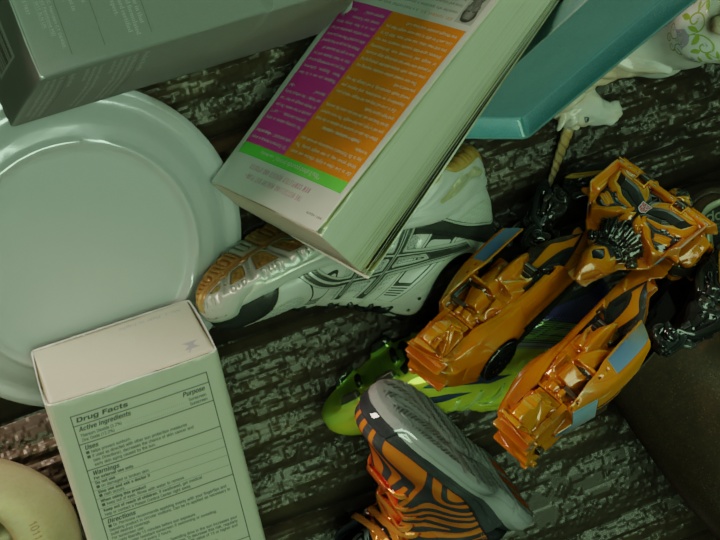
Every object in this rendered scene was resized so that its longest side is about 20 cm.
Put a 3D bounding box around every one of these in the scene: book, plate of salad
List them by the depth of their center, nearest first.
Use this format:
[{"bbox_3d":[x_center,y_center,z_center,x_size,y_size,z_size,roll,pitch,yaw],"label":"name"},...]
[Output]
[{"bbox_3d":[0.012,-0.108,0.976,0.048,0.133,0.201,41,82,-39],"label":"book"},{"bbox_3d":[-0.168,-0.015,1.012,0.198,0.048,0.202,-8,115,-17],"label":"plate of salad"}]

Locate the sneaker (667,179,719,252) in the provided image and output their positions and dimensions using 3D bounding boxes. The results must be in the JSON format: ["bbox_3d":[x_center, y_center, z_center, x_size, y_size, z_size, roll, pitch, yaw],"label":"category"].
[{"bbox_3d":[0.284,-0.040,1.107,0.198,0.076,0.071,-19,106,-9],"label":"sneaker"}]

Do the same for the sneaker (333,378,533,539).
[{"bbox_3d":[0.025,0.144,1.047,0.112,0.078,0.200,-37,141,6],"label":"sneaker"}]

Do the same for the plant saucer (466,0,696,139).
[{"bbox_3d":[0.117,-0.124,0.994,0.069,0.200,0.019,-1,69,-28],"label":"plant saucer"}]

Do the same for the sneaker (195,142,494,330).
[{"bbox_3d":[0.000,0.000,1.032,0.199,0.076,0.088,-27,113,-18],"label":"sneaker"}]

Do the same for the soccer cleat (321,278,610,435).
[{"bbox_3d":[0.073,0.064,1.083,0.199,0.065,0.084,-26,112,-7],"label":"soccer cleat"}]

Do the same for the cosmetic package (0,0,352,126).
[{"bbox_3d":[-0.104,-0.153,0.938,0.199,0.107,0.091,-23,88,-24],"label":"cosmetic package"}]

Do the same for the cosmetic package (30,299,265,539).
[{"bbox_3d":[-0.117,0.132,1.025,0.103,0.073,0.202,-17,117,-11],"label":"cosmetic package"}]

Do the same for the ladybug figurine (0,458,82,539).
[{"bbox_3d":[-0.261,0.177,1.018,0.198,0.072,0.137,-21,106,-9],"label":"ladybug figurine"}]

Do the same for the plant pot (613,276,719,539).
[{"bbox_3d":[0.258,0.094,1.092,0.199,0.187,0.188,36,92,-6],"label":"plant pot"}]

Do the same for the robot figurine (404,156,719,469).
[{"bbox_3d":[0.129,0.014,1.019,0.200,0.145,0.058,-43,155,-18],"label":"robot figurine"}]

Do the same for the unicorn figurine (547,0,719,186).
[{"bbox_3d":[0.194,-0.134,1.044,0.136,0.200,0.074,-19,80,-24],"label":"unicorn figurine"}]
